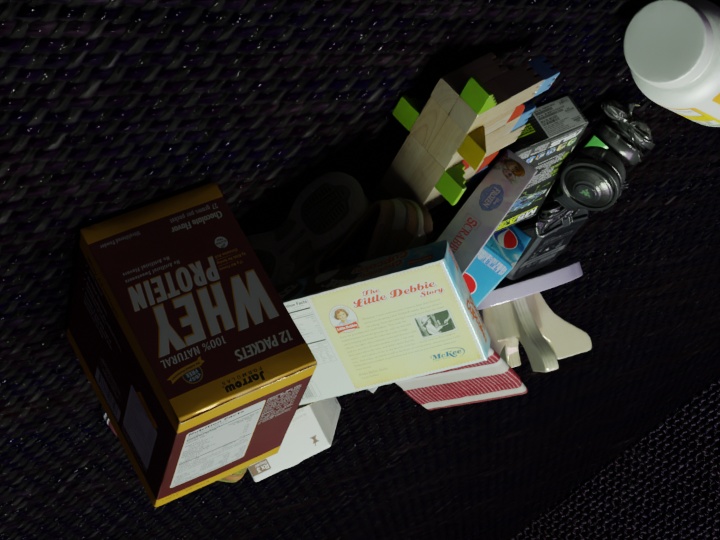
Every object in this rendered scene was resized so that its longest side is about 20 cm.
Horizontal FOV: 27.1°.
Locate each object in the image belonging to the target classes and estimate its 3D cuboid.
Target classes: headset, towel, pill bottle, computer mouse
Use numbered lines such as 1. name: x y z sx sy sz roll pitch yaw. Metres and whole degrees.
1. headset: 0.261 -0.134 1.624 0.124 0.094 0.200 -54 -171 -14
2. towel: 0.103 0.115 1.817 0.144 0.023 0.200 -11 149 24
3. pill bottle: 0.339 -0.214 1.516 0.113 0.113 0.200 -40 159 22
4. computer mouse: 0.227 -0.057 1.811 0.138 0.053 0.200 -22 161 -32

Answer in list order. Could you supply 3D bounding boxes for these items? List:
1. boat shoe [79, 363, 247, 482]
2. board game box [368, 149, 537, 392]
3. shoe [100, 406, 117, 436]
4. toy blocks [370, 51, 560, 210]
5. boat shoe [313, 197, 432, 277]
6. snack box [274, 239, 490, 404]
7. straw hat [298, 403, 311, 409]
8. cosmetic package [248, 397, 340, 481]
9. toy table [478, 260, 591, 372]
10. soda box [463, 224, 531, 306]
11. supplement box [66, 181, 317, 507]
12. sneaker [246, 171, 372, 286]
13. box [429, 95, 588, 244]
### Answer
1. boat shoe: -0.195 0.142 1.458 0.072 0.200 0.068 -40 157 -56
2. board game box: 0.080 0.000 1.496 0.200 0.041 0.200 -51 177 -45
3. shoe: -0.200 0.177 1.694 0.071 0.091 0.200 -42 158 29
4. toy blocks: 0.106 -0.136 1.414 0.137 0.100 0.200 -31 161 -40
5. boat shoe: -0.017 0.008 1.414 0.076 0.072 0.200 11 121 -42
6. snack box: 0.006 0.051 1.377 0.200 0.116 0.037 -15 -150 19
7. straw hat: -0.075 0.093 1.672 0.201 0.085 0.201 -25 -172 4
8. cosmetic package: -0.086 0.176 1.769 0.102 0.074 0.200 -27 -176 4
9. toy table: 0.202 0.069 1.919 0.200 0.117 0.184 -15 -177 -3
10. soda box: 0.118 0.016 1.785 0.200 0.064 0.068 -50 -178 43
11. supplement box: -0.158 0.069 1.336 0.133 0.197 0.200 -22 159 -25
12. sneaker: -0.063 -0.009 1.462 0.200 0.078 0.099 -35 157 11
13. box: 0.130 -0.090 1.609 0.200 0.048 0.193 -24 161 -23
